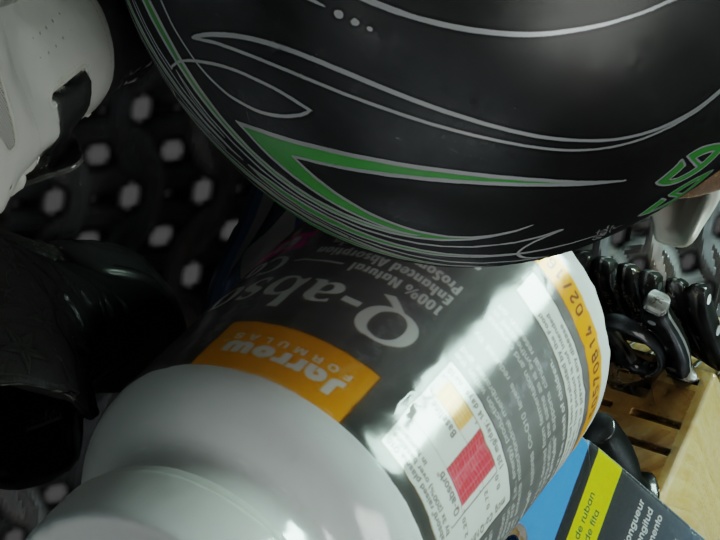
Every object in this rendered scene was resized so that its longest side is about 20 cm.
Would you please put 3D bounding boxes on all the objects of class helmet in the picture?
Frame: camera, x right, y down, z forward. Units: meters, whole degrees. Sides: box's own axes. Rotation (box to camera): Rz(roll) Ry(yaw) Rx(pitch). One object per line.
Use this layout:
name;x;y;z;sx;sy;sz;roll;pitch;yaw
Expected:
helmet;0.025;-0.100;0.717;0.190;0.200;0.201;-16;121;-10

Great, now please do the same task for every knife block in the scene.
knife block;0.102;0.086;0.987;0.175;0.064;0.201;-26;127;-53

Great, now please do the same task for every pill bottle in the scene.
pill bottle;-0.012;0.059;0.751;0.200;0.116;0.117;-45;137;-49

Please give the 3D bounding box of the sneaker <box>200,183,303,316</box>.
sneaker;0.000;0.000;0.882;0.074;0.082;0.201;-2;114;-42

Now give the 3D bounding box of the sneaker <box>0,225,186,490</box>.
sneaker;-0.109;0.030;0.763;0.060;0.104;0.200;-35;146;16

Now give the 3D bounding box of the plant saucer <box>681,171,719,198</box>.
plant saucer;0.098;-0.126;0.868;0.200;0.037;0.201;12;68;-32

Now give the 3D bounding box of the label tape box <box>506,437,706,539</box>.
label tape box;0.073;0.152;0.908;0.200;0.063;0.145;41;62;-35

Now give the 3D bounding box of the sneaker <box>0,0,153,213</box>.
sneaker;-0.116;-0.052;0.719;0.200;0.074;0.089;-2;101;-73

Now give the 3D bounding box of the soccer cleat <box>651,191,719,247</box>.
soccer cleat;0.089;-0.072;0.933;0.200;0.069;0.078;30;71;-48
